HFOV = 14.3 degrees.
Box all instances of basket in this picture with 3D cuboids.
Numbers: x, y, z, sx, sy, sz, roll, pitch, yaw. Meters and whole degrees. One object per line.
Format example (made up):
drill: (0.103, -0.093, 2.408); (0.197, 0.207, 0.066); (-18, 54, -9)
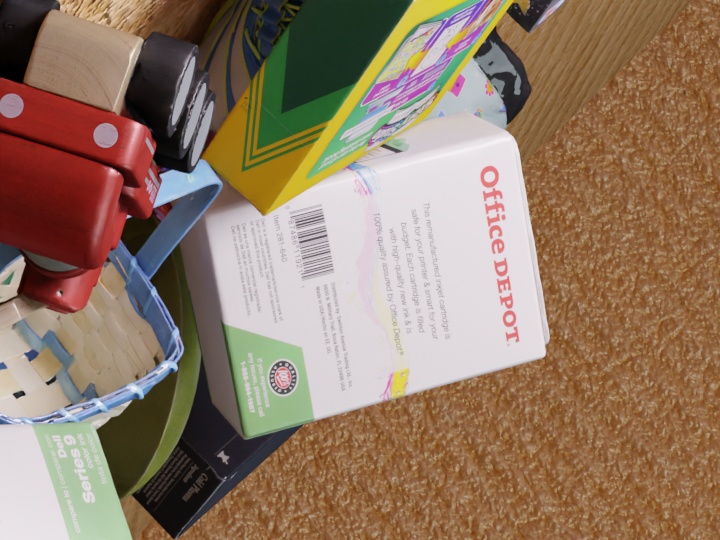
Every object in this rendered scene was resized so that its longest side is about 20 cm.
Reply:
basket: (-0.180, 0.022, 1.605); (0.176, 0.139, 0.200); (-20, 161, -48)

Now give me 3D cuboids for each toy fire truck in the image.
toy fire truck: (-0.165, -0.023, 1.408); (0.176, 0.128, 0.201); (84, 23, -83)

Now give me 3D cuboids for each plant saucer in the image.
plant saucer: (-0.153, 0.055, 1.864); (0.031, 0.201, 0.200); (8, 139, -33)

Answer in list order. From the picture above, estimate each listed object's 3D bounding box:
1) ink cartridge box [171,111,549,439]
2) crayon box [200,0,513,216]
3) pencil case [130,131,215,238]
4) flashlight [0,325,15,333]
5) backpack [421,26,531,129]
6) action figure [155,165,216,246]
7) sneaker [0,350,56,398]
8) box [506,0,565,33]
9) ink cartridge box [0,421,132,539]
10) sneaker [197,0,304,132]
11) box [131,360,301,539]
ink cartridge box: (0.000, 0.000, 1.738); (0.199, 0.146, 0.084); (-15, -162, -14)
crayon box: (0.016, -0.136, 1.645); (0.173, 0.058, 0.200); (-52, 169, 34)
pencil case: (-0.073, -0.086, 1.925); (0.200, 0.086, 0.083); (-43, 144, -27)
flashlight: (-0.248, 0.049, 1.732); (0.068, 0.068, 0.200); (2, -147, 48)
backpack: (0.007, -0.096, 1.845); (0.200, 0.167, 0.126); (-48, -147, -13)
action figure: (-0.087, -0.086, 1.778); (0.200, 0.099, 0.065); (-44, 173, 7)
sneaker: (-0.252, 0.065, 1.821); (0.199, 0.079, 0.066); (-24, 150, -14)
box: (0.102, -0.251, 1.739); (0.038, 0.137, 0.200); (-40, 172, -34)
ink cartridge box: (-0.245, 0.148, 1.527); (0.199, 0.088, 0.145); (-1, 154, -46)
sneaker: (-0.043, -0.171, 1.687); (0.200, 0.076, 0.105); (-49, 158, 4)
box: (-0.118, 0.057, 2.083); (0.200, 0.182, 0.104); (-40, 172, -38)
